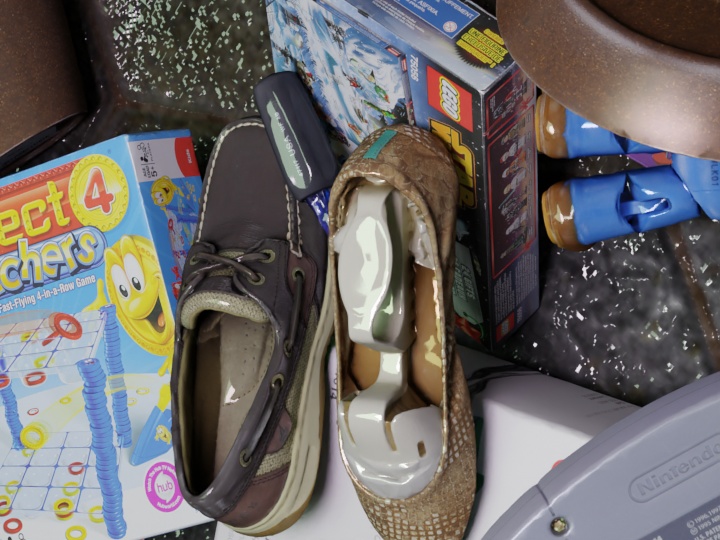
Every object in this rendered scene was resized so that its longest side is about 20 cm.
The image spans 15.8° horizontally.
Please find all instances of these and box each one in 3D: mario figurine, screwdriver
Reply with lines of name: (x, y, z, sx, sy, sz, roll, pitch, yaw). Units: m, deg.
mario figurine: (0.182, -0.053, 1.146, 0.198, 0.124, 0.107, -1, 52, 13)
screwdriver: (0.000, 0.000, 1.196, 0.029, 0.028, 0.201, -26, 84, -5)

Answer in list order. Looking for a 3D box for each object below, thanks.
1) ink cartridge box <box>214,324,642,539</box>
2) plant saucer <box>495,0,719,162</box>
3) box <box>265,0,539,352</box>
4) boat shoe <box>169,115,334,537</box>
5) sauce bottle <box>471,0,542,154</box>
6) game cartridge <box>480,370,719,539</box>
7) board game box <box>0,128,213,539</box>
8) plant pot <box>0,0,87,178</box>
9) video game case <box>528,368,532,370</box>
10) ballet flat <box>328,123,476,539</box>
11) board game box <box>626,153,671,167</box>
ink cartridge box: (0.038, 0.115, 1.236, 0.199, 0.084, 0.147, 17, 102, 31)
plant saucer: (0.157, -0.115, 1.093, 0.200, 0.200, 0.035, 28, 133, 28)
box: (0.021, -0.064, 1.213, 0.137, 0.040, 0.201, 37, 154, 26)
boat shoe: (-0.052, 0.019, 1.203, 0.073, 0.065, 0.202, -9, 73, 27)
sauce bottle: (0.060, -0.153, 1.204, 0.066, 0.066, 0.201, -28, 78, 32)
game cartridge: (0.157, 0.118, 1.139, 0.199, 0.042, 0.134, -28, 99, 1)
board game box: (-0.155, 0.048, 1.348, 0.199, 0.056, 0.197, -18, 86, 32)
plant pot: (-0.235, -0.144, 1.381, 0.186, 0.187, 0.201, -33, 91, 31)
video game case: (0.019, 0.156, 1.315, 0.199, 0.023, 0.183, -14, 86, 33)
ballet flat: (0.011, 0.038, 1.146, 0.070, 0.065, 0.202, -1, 100, 26)
board game box: (0.126, -0.123, 1.219, 0.199, 0.032, 0.121, 33, 115, 27)
